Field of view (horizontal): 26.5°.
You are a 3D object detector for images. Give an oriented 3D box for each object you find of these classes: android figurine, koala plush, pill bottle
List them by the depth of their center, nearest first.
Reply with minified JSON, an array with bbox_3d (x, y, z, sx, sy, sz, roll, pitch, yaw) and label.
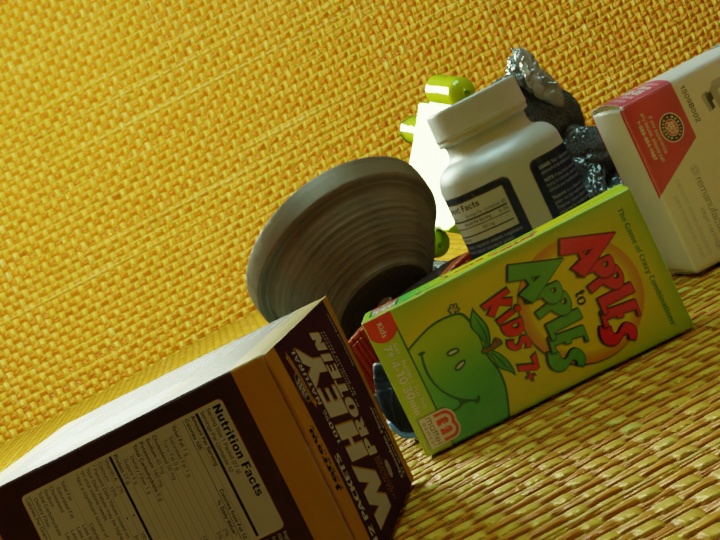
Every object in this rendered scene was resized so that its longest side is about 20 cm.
[{"bbox_3d":[0.133,-0.053,1.269,0.110,0.202,0.111,-26,4,2],"label":"pill bottle"},{"bbox_3d":[0.199,-0.125,1.541,0.184,0.199,0.178,-51,1,-40],"label":"koala plush"},{"bbox_3d":[0.086,-0.105,1.550,0.041,0.185,0.200,6,9,-22],"label":"android figurine"}]

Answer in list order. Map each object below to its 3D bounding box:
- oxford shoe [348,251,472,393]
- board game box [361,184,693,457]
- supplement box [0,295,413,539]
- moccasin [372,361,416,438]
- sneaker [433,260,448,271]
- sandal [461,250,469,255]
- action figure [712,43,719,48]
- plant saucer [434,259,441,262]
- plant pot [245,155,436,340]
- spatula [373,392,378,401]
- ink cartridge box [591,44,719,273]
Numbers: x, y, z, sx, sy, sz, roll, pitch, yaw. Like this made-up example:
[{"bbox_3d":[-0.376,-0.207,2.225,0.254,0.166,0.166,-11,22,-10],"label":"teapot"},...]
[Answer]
[{"bbox_3d":[0.044,0.055,1.366,0.199,0.072,0.072,-34,8,-21],"label":"oxford shoe"},{"bbox_3d":[0.111,0.033,1.031,0.198,0.103,0.048,-27,3,6],"label":"board game box"},{"bbox_3d":[-0.092,0.131,0.904,0.198,0.134,0.197,-26,4,11],"label":"supplement box"},{"bbox_3d":[0.102,0.051,1.107,0.198,0.069,0.080,-28,4,-10],"label":"moccasin"},{"bbox_3d":[0.080,0.030,1.481,0.199,0.076,0.088,-25,5,37],"label":"sneaker"},{"bbox_3d":[0.150,-0.005,1.528,0.048,0.076,0.199,-1,-16,-42],"label":"sandal"},{"bbox_3d":[0.315,-0.115,1.372,0.201,0.104,0.194,106,-168,-53],"label":"action figure"},{"bbox_3d":[0.020,0.001,1.541,0.199,0.019,0.070,18,-63,-50],"label":"plant saucer"},{"bbox_3d":[0.000,0.000,1.425,0.199,0.093,0.202,-24,-37,-20],"label":"plant pot"},{"bbox_3d":[0.027,0.100,1.246,0.056,0.021,0.200,5,25,31],"label":"spatula"},{"bbox_3d":[0.306,-0.107,1.211,0.198,0.148,0.083,-28,5,-7],"label":"ink cartridge box"}]
